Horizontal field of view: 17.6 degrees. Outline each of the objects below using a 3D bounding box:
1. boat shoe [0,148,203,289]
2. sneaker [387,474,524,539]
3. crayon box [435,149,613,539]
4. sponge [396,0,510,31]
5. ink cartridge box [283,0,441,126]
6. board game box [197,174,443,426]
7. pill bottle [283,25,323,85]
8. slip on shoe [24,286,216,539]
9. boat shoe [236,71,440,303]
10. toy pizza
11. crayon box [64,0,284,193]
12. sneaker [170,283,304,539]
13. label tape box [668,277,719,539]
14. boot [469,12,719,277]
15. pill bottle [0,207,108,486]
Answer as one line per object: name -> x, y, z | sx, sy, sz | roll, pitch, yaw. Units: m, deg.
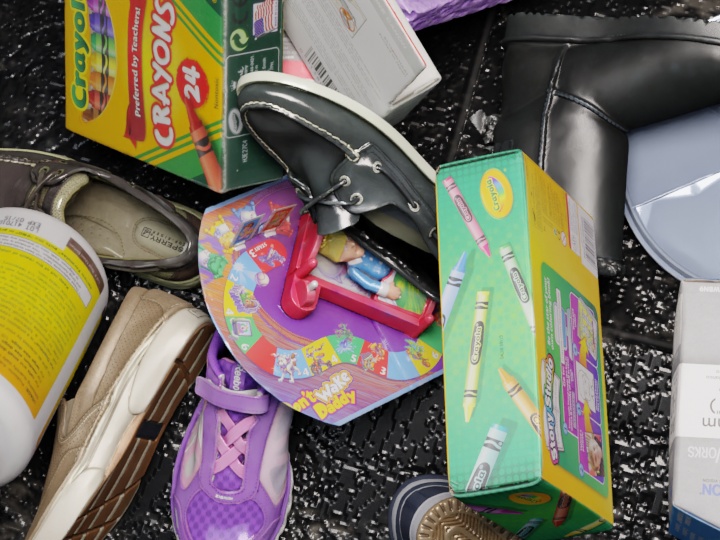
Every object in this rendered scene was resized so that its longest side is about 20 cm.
boat shoe -> -0.187, -0.042, 1.513 | 0.199, 0.065, 0.074 | 13, 80, 10
sneaker -> 0.093, 0.203, 1.432 | 0.070, 0.108, 0.200 | -43, 107, -7
crayon box -> 0.096, 0.045, 1.349 | 0.058, 0.119, 0.201 | -11, 67, 23
sponge -> 0.056, -0.216, 1.476 | 0.112, 0.200, 0.030 | 54, 133, 13
ink cartridge box -> -0.019, -0.186, 1.359 | 0.043, 0.174, 0.200 | -30, 87, -19
board game box -> 0.000, 0.000, 1.443 | 0.200, 0.039, 0.158 | -24, 79, -33
pill bottle -> -0.036, -0.188, 1.505 | 0.110, 0.111, 0.201 | 1, 77, 7
slip on shoe -> -0.167, 0.103, 1.470 | 0.060, 0.076, 0.200 | 29, 89, 17
boat shoe -> -0.002, -0.044, 1.391 | 0.074, 0.199, 0.066 | -8, 53, 46
toy pizza -> 0.262, -0.072, 1.481 | 0.199, 0.032, 0.201 | -4, 73, 14
crayon box -> -0.129, -0.136, 1.458 | 0.200, 0.051, 0.127 | 22, 118, 45
sneaker -> -0.075, 0.091, 1.459 | 0.080, 0.088, 0.201 | 13, 80, 8
label tape box -> 0.216, 0.117, 1.391 | 0.063, 0.144, 0.201 | 2, 77, 7
boot -> 0.157, -0.075, 1.454 | 0.198, 0.073, 0.163 | 5, 81, 29
pill bottle -> -0.234, 0.059, 1.427 | 0.109, 0.110, 0.200 | 11, 40, 9
